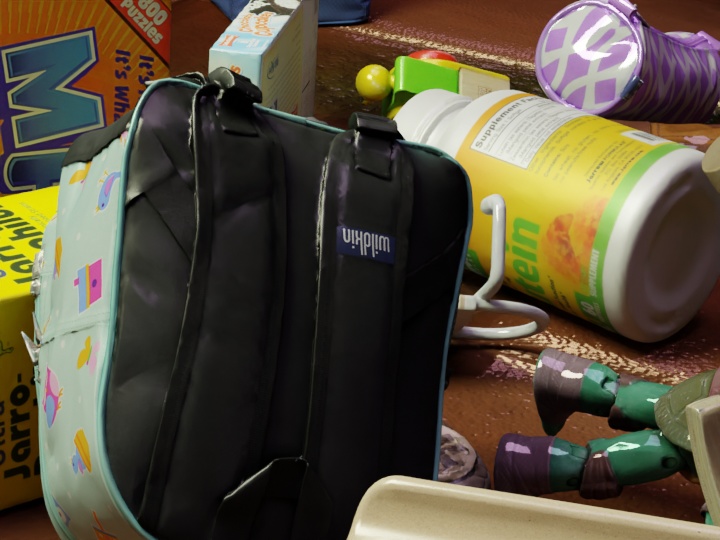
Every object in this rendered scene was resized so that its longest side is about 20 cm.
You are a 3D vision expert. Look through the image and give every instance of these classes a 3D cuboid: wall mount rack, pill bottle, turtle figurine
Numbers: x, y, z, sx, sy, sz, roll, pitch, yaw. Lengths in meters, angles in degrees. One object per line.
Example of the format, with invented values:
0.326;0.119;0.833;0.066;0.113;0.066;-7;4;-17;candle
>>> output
0.000;0.000;1.068;0.198;0.075;0.174;6;-16;-12;wall mount rack
0.108;-0.041;1.134;0.199;0.112;0.110;24;30;39;pill bottle
0.167;0.086;0.875;0.198;0.102;0.150;8;22;24;turtle figurine

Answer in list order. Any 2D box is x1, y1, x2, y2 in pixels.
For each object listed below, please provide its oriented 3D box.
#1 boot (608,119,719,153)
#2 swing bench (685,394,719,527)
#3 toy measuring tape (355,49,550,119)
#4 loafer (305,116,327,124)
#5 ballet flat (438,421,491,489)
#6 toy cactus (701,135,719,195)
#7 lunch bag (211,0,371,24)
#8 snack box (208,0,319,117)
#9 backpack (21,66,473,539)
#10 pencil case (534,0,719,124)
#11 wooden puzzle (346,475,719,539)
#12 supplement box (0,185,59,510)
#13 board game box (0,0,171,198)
0.227;-0.063;1.200;0.187;0.069;0.199;2;0;-36;boot
0.260;0.082;0.709;0.197;0.131;0.200;-18;2;-16;swing bench
0.081;-0.110;1.370;0.198;0.074;0.074;12;18;-26;toy measuring tape
-0.019;-0.048;1.155;0.062;0.073;0.200;20;-2;-4;loafer
-0.008;0.065;0.951;0.067;0.047;0.200;-12;28;-32;ballet flat
0.258;-0.018;1.056;0.165;0.102;0.201;41;19;-21;toy cactus
-0.067;-0.296;1.675;0.134;0.134;0.200;-7;25;-23;lunch bag
-0.063;-0.116;1.276;0.037;0.117;0.200;7;23;7;snack box
-0.053;0.042;0.810;0.174;0.202;0.153;15;-27;-30;backpack
0.191;-0.141;1.345;0.084;0.086;0.200;34;13;22;pencil case
0.058;0.171;0.659;0.183;0.047;0.201;7;47;19;wooden puzzle
-0.162;0.035;0.917;0.199;0.111;0.108;-15;29;-36;supplement box
-0.231;-0.075;1.046;0.198;0.202;0.200;-8;25;-27;board game box
